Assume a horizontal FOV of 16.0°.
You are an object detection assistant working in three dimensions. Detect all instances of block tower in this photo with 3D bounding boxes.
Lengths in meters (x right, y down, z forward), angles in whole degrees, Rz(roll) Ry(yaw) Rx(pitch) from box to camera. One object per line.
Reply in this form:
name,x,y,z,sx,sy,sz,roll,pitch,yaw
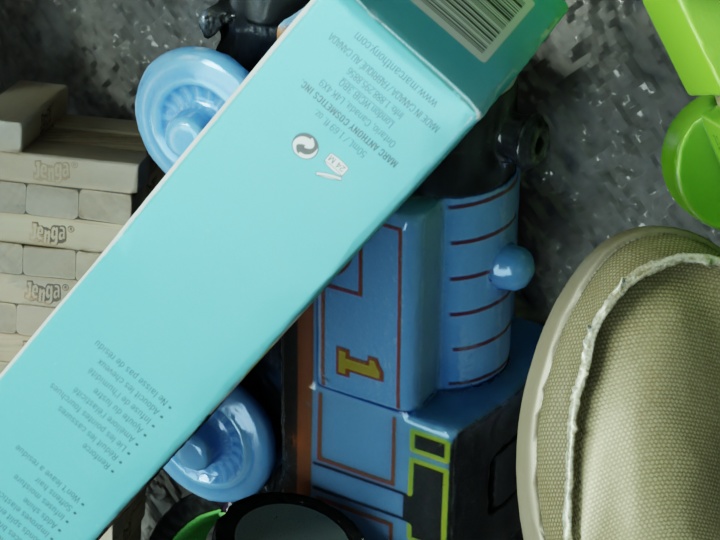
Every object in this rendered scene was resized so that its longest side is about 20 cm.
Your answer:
block tower,-0.099,0.042,0.844,0.058,0.054,0.200,6,107,7

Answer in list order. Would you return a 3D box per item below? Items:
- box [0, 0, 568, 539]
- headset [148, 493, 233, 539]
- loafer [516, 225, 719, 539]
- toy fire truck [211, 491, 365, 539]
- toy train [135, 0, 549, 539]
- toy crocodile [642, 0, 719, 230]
box,-0.034,-0.005,0.669,0.049,0.082,0.200,41,122,-2
headset,-0.027,0.169,0.871,0.123,0.094,0.200,3,110,41
loafer,0.081,0.086,0.625,0.067,0.076,0.200,162,111,-65
toy fire truck,-0.014,0.158,0.671,0.176,0.200,0.129,26,127,18
toy train,0.000,0.000,0.756,0.114,0.087,0.200,16,123,24
toy crocodile,0.099,-0.060,0.646,0.200,0.062,0.068,65,176,-13
